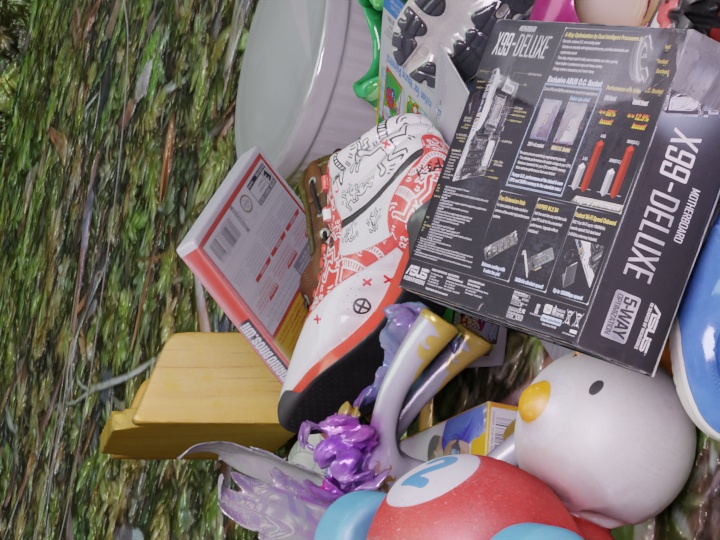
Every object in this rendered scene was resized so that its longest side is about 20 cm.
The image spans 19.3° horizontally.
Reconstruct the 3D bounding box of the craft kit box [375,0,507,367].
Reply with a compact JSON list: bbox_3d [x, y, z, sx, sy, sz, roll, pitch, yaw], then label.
[{"bbox_3d":[0.054,-0.066,1.398,0.200,0.048,0.199,-123,37,-62],"label":"craft kit box"}]

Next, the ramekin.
[{"bbox_3d":[-0.021,-0.156,1.638,0.202,0.094,0.204,-168,90,-70],"label":"ramekin"}]

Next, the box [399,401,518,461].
[{"bbox_3d":[0.050,0.162,1.355,0.200,0.041,0.120,149,130,-61],"label":"box"}]

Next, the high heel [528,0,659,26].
[{"bbox_3d":[0.161,-0.165,1.158,0.200,0.067,0.096,-46,20,14],"label":"high heel"}]

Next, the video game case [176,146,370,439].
[{"bbox_3d":[-0.033,0.028,1.388,0.017,0.200,0.143,-30,16,28],"label":"video game case"}]

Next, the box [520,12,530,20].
[{"bbox_3d":[0.141,-0.186,1.309,0.144,0.036,0.202,156,122,-66],"label":"box"}]

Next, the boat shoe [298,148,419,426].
[{"bbox_3d":[-0.001,0.014,1.368,0.067,0.072,0.201,-14,59,17],"label":"boat shoe"}]

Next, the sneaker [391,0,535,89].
[{"bbox_3d":[0.092,-0.195,1.257,0.200,0.078,0.080,-40,13,24],"label":"sneaker"}]

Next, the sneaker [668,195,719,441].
[{"bbox_3d":[0.205,-0.013,0.979,0.111,0.076,0.201,-163,92,-79],"label":"sneaker"}]

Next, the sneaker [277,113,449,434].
[{"bbox_3d":[0.001,0.000,1.275,0.202,0.067,0.108,-54,45,32],"label":"sneaker"}]

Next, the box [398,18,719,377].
[{"bbox_3d":[0.105,-0.044,1.071,0.200,0.049,0.159,16,85,65],"label":"box"}]

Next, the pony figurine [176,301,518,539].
[{"bbox_3d":[0.011,0.121,1.207,0.201,0.192,0.167,-57,14,4],"label":"pony figurine"}]

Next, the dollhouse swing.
[{"bbox_3d":[-0.105,0.046,1.628,0.200,0.180,0.177,133,137,-74],"label":"dollhouse swing"}]

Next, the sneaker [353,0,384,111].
[{"bbox_3d":[0.044,-0.206,1.507,0.074,0.083,0.202,-167,90,-70],"label":"sneaker"}]

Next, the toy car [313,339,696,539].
[{"bbox_3d":[0.103,0.102,1.087,0.184,0.176,0.201,0,66,59],"label":"toy car"}]

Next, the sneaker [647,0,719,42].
[{"bbox_3d":[0.166,-0.093,1.136,0.098,0.070,0.202,-144,66,-66],"label":"sneaker"}]

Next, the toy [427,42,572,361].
[{"bbox_3d":[0.103,-0.030,1.223,0.115,0.047,0.201,98,148,-59],"label":"toy"}]

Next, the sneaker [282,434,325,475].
[{"bbox_3d":[-0.023,0.148,1.495,0.081,0.075,0.200,-60,12,7],"label":"sneaker"}]
